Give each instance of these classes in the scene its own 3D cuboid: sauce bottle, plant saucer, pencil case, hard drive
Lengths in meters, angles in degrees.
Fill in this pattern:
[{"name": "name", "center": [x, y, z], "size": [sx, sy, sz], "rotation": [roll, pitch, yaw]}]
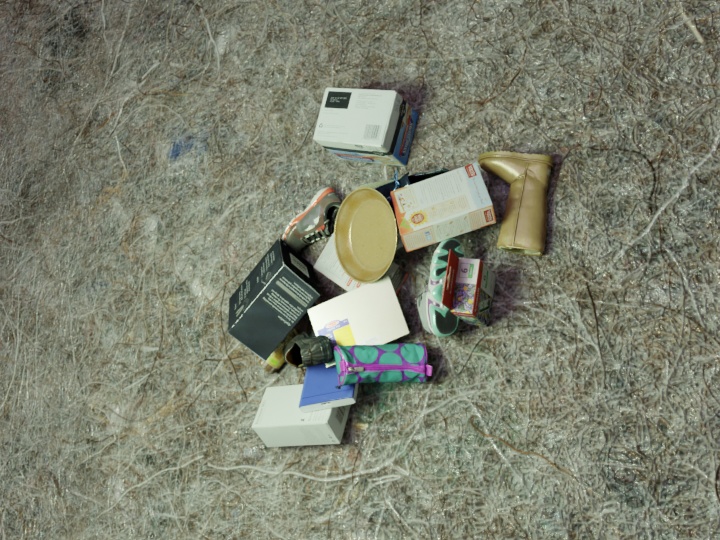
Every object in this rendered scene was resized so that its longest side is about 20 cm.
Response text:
[{"name": "sauce bottle", "center": [-0.164, 0.148, 1.788], "size": [0.065, 0.064, 0.201], "rotation": [43, 99, 32]}, {"name": "plant saucer", "center": [0.019, -0.075, 1.656], "size": [0.197, 0.035, 0.207], "rotation": [2, 93, 47]}, {"name": "pencil case", "center": [0.043, 0.194, 1.581], "size": [0.194, 0.092, 0.088], "rotation": [-1, 98, -13]}, {"name": "hard drive", "center": [-0.058, 0.209, 1.672], "size": [0.129, 0.026, 0.203], "rotation": [-14, 40, 22]}]

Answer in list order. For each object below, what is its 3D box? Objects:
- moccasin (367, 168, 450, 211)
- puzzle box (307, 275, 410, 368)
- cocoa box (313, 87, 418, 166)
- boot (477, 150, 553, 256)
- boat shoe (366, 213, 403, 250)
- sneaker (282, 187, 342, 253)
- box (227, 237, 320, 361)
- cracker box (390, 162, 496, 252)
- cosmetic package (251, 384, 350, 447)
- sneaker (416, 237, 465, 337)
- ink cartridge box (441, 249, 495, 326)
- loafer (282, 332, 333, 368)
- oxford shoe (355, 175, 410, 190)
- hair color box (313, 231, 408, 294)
[{"name": "moccasin", "center": [0.106, -0.188, 1.676], "size": [0.195, 0.069, 0.082], "rotation": [-17, 56, 4]}, {"name": "puzzle box", "center": [-0.005, 0.110, 1.643], "size": [0.196, 0.025, 0.136], "rotation": [-22, 76, 7]}, {"name": "cocoa box", "center": [0.013, -0.334, 1.784], "size": [0.196, 0.131, 0.137], "rotation": [11, 81, 32]}, {"name": "boot", "center": [0.310, -0.142, 1.597], "size": [0.171, 0.066, 0.206], "rotation": [6, 80, 32]}, {"name": "boat shoe", "center": [0.099, -0.104, 1.680], "size": [0.196, 0.066, 0.074], "rotation": [-25, 45, 3]}, {"name": "sneaker", "center": [-0.112, -0.101, 1.826], "size": [0.082, 0.077, 0.202], "rotation": [41, 98, 25]}, {"name": "box", "center": [-0.201, 0.062, 1.751], "size": [0.201, 0.117, 0.197], "rotation": [-48, 19, 9]}, {"name": "cracker box", "center": [0.170, -0.132, 1.591], "size": [0.195, 0.058, 0.136], "rotation": [-18, 46, 7]}, {"name": "cosmetic package", "center": [-0.129, 0.317, 1.687], "size": [0.195, 0.082, 0.115], "rotation": [-9, 41, 25]}, {"name": "sneaker", "center": [0.157, 0.037, 1.612], "size": [0.140, 0.076, 0.206], "rotation": [162, 119, -72]}, {"name": "ink cartridge box", "center": [0.217, 0.037, 1.517], "size": [0.049, 0.199, 0.112], "rotation": [5, 78, 24]}, {"name": "loafer", "center": [-0.131, 0.175, 1.645], "size": [0.199, 0.071, 0.075], "rotation": [-22, 81, 60]}, {"name": "oxford shoe", "center": [0.082, -0.168, 1.745], "size": [0.194, 0.058, 0.077], "rotation": [-5, 52, 14]}, {"name": "hair color box", "center": [0.000, 0.000, 1.736], "size": [0.198, 0.064, 0.112], "rotation": [33, 91, 34]}]
